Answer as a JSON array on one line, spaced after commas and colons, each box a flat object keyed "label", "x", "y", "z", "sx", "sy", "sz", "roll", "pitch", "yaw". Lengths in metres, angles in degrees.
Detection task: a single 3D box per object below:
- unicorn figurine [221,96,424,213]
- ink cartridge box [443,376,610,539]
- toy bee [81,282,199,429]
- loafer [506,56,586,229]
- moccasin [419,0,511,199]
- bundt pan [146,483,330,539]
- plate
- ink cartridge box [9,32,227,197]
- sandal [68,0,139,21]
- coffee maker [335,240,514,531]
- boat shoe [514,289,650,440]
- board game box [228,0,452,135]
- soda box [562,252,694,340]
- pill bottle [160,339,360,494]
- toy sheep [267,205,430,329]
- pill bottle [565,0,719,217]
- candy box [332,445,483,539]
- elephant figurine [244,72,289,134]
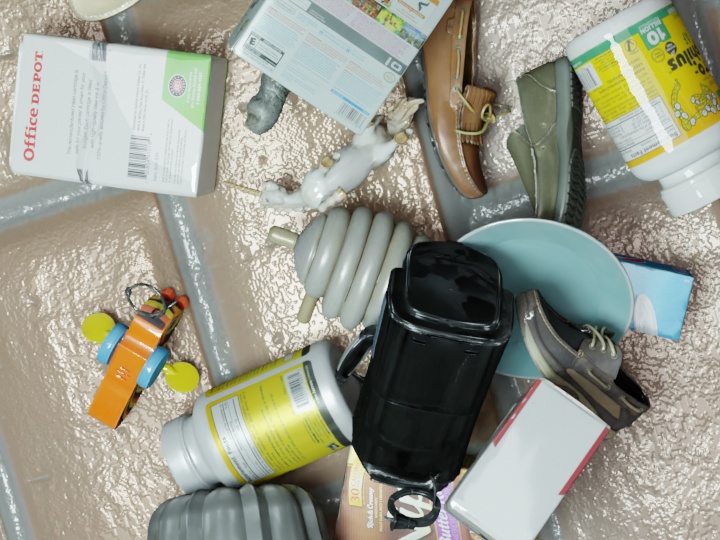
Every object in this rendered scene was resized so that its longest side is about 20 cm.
[{"label": "unicorn figurine", "x": -0.026, "y": -0.102, "z": 1.479, "sx": 0.200, "sy": 0.137, "sz": 0.074, "roll": -23, "pitch": 90, "yaw": -13}, {"label": "ink cartridge box", "x": 0.154, "y": 0.190, "z": 1.404, "sx": 0.083, "sy": 0.200, "sz": 0.147, "roll": 36, "pitch": 83, "yaw": 7}, {"label": "toy bee", "x": -0.218, "y": 0.075, "z": 1.551, "sx": 0.131, "sy": 0.109, "sz": 0.200, "roll": 48, "pitch": 126, "yaw": -8}, {"label": "loafer", "x": 0.183, "y": -0.113, "z": 1.464, "sx": 0.070, "sy": 0.075, "sz": 0.200, "roll": -3, "pitch": 73, "yaw": 22}, {"label": "moccasin", "x": 0.106, "y": -0.173, "z": 1.481, "sx": 0.078, "sy": 0.074, "sz": 0.201, "roll": -8, "pitch": 86, "yaw": 17}, {"label": "bundt pan", "x": -0.127, "y": 0.266, "z": 1.513, "sx": 0.202, "sy": 0.202, "sz": 0.076, "roll": -10, "pitch": 72, "yaw": 9}, {"label": "plate", "x": 0.166, "y": 0.024, "z": 1.437, "sx": 0.200, "sy": 0.026, "sz": 0.200, "roll": 6, "pitch": 129, "yaw": 7}, {"label": "ink cartridge box", "x": -0.249, "y": -0.161, "z": 1.522, "sx": 0.200, "sy": 0.084, "sz": 0.146, "roll": 8, "pitch": 98, "yaw": 7}, {"label": "sandal", "x": -0.223, "y": -0.330, "z": 1.504, "sx": 0.212, "sy": 0.070, "sz": 0.078, "roll": -30, "pitch": 92, "yaw": 11}, {"label": "coffee maker", "x": 0.071, "y": 0.102, "z": 1.377, "sx": 0.135, "sy": 0.192, "sz": 0.200, "roll": -5, "pitch": 134, "yaw": -20}, {"label": "boat shoe", "x": 0.216, "y": 0.081, "z": 1.419, "sx": 0.073, "sy": 0.075, "sz": 0.200, "roll": -28, "pitch": 127, "yaw": 17}, {"label": "board game box", "x": -0.007, "y": -0.251, "z": 1.367, "sx": 0.148, "sy": 0.064, "sz": 0.200, "roll": 33, "pitch": 101, "yaw": -15}, {"label": "soda box", "x": 0.229, "y": 0.013, "z": 1.486, "sx": 0.200, "sy": 0.064, "sz": 0.068, "roll": 13, "pitch": 99, "yaw": 7}, {"label": "pill bottle", "x": -0.100, "y": 0.159, "z": 1.527, "sx": 0.200, "sy": 0.112, "sz": 0.112, "roll": -24, "pitch": 93, "yaw": 11}, {"label": "toy sheep", "x": 0.000, "y": 0.000, "z": 1.486, "sx": 0.200, "sy": 0.138, "sz": 0.138, "roll": 17, "pitch": 99, "yaw": -6}, {"label": "pill bottle", "x": 0.293, "y": -0.158, "z": 1.431, "sx": 0.113, "sy": 0.113, "sz": 0.200, "roll": -29, "pitch": 92, "yaw": 11}, {"label": "candy box", "x": 0.079, "y": 0.251, "z": 1.543, "sx": 0.200, "sy": 0.056, "sz": 0.117, "roll": 11, "pitch": 99, "yaw": 8}, {"label": "elephant figurine", "x": -0.023, "y": -0.236, "z": 1.460, "sx": 0.155, "sy": 0.141, "sz": 0.200, "roll": -2, "pitch": 91, "yaw": 23}]
